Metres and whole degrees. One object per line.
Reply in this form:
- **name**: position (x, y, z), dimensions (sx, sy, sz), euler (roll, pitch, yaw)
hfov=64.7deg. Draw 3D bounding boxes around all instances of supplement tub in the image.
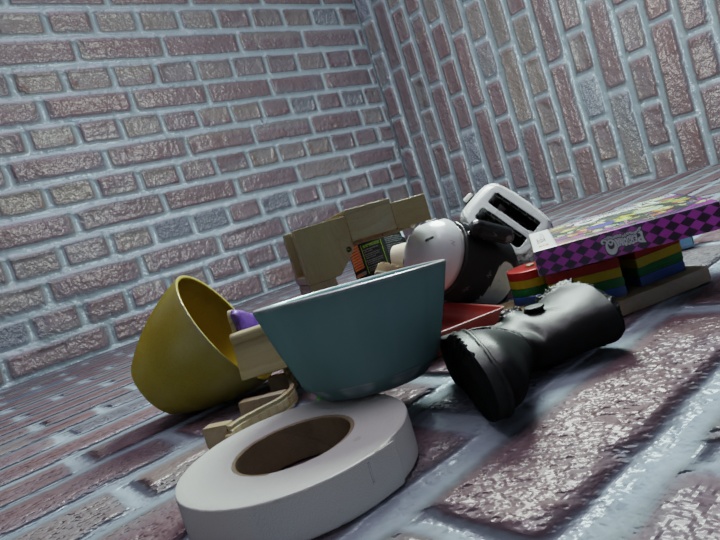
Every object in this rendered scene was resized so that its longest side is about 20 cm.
- **supplement tub**: position (0.043, -0.019, 1.164), dimensions (0.122, 0.201, 0.123), euler (-17, -7, -2)

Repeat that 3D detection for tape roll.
- **tape roll**: position (-0.050, 0.159, 0.473), dimensions (0.202, 0.037, 0.203), euler (-17, 4, 1)

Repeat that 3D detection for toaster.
- **toaster**: position (0.267, -0.065, 1.016), dimensions (0.114, 0.200, 0.129), euler (-47, -26, 0)

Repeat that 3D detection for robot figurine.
- **robot figurine**: position (0.161, -0.011, 0.893), dimensions (0.200, 0.151, 0.125), euler (14, 9, -28)

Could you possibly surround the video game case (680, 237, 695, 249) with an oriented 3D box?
- **video game case**: position (0.454, -0.047, 1.007), dimensions (0.200, 0.046, 0.181), euler (-16, 6, 17)

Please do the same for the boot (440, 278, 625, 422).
- **boot**: position (0.168, 0.064, 0.530), dimensions (0.168, 0.077, 0.200), euler (-21, -2, -1)

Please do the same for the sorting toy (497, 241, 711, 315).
- **sorting toy**: position (0.298, 0.009, 0.752), dimensions (0.198, 0.070, 0.200), euler (-19, 5, -13)

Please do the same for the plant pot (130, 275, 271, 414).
- **plant pot**: position (-0.252, 0.128, 0.844), dimensions (0.142, 0.200, 0.200), euler (-40, 3, 3)

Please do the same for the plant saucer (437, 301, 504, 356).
- **plant saucer**: position (0.073, 0.095, 0.798), dimensions (0.200, 0.037, 0.200), euler (-20, 5, -18)

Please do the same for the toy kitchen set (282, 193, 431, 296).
- **toy kitchen set**: position (0.000, 0.000, 0.860), dimensions (0.200, 0.181, 0.163), euler (-18, 4, -17)

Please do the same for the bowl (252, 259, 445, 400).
- **bowl**: position (0.002, 0.063, 0.576), dimensions (0.200, 0.105, 0.201), euler (-16, -1, 0)

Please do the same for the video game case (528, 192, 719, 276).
- **video game case**: position (0.315, -0.048, 0.711), dimensions (0.200, 0.036, 0.181), euler (-16, 6, 18)

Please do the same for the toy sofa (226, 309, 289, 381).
- **toy sofa**: position (-0.113, 0.097, 0.828), dimensions (0.083, 0.098, 0.200), euler (-17, -10, 8)

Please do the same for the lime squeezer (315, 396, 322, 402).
- **lime squeezer**: position (-0.033, 0.137, 0.653), dimensions (0.071, 0.038, 0.200), euler (-34, 6, 35)

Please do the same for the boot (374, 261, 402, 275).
- **boot**: position (0.045, 0.067, 0.994), dimensions (0.075, 0.107, 0.200), euler (14, -16, 15)

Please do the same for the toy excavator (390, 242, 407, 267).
- **toy excavator**: position (0.132, -0.018, 1.056), dimensions (0.100, 0.200, 0.195), euler (-15, 37, 34)

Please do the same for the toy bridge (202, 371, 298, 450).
- **toy bridge**: position (-0.117, 0.166, 0.702), dimensions (0.067, 0.027, 0.200), euler (-15, 4, 16)
